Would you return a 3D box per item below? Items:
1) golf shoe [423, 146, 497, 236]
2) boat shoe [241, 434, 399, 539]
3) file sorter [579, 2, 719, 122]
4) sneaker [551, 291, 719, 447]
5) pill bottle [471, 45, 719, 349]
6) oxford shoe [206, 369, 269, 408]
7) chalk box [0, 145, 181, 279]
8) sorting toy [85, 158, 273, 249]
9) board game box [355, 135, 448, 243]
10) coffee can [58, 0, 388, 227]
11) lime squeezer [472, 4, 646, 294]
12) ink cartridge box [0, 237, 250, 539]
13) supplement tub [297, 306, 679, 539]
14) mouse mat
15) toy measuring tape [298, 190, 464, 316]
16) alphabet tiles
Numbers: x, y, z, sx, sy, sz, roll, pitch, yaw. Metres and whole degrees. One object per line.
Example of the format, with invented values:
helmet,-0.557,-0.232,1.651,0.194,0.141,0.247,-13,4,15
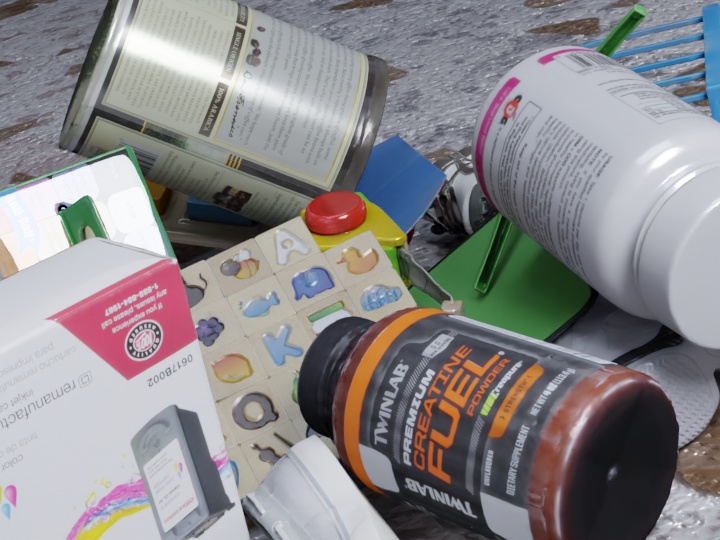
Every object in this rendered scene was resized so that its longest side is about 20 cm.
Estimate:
golf shoe,0.082,-0.047,1.296,0.094,0.078,0.200,-16,11,12
boat shoe,-0.015,0.148,0.869,0.068,0.072,0.200,-38,31,-3
file sorter,0.209,-0.084,1.209,0.123,0.139,0.200,-11,21,15
sneaker,0.187,0.032,1.011,0.200,0.075,0.115,-30,29,-28
pill bottle,0.155,-0.042,0.960,0.113,0.113,0.200,-20,32,-17
oxford shoe,-0.115,0.076,1.103,0.200,0.071,0.073,5,24,42
chalk box,-0.200,0.000,1.180,0.124,0.125,0.200,-21,-3,-18
sorting toy,-0.132,-0.085,1.389,0.200,0.037,0.185,4,38,11
board game box,-0.003,-0.021,1.286,0.158,0.039,0.200,-42,22,0
coffee can,-0.099,-0.121,1.248,0.200,0.147,0.146,21,16,-14
lime squeezer,0.115,-0.084,1.087,0.038,0.200,0.071,31,11,3
ink cartridge box,-0.145,0.104,0.866,0.148,0.200,0.086,-31,27,-36
supplement tub,0.059,0.081,0.905,0.200,0.107,0.107,16,35,42
mouse mat,0.072,0.025,1.077,0.161,0.008,0.200,-40,20,15
toy measuring tape,0.000,0.000,1.125,0.073,0.074,0.200,-19,31,-14
alphabet tiles,-0.040,0.057,1.023,0.166,0.006,0.200,-26,55,-8
